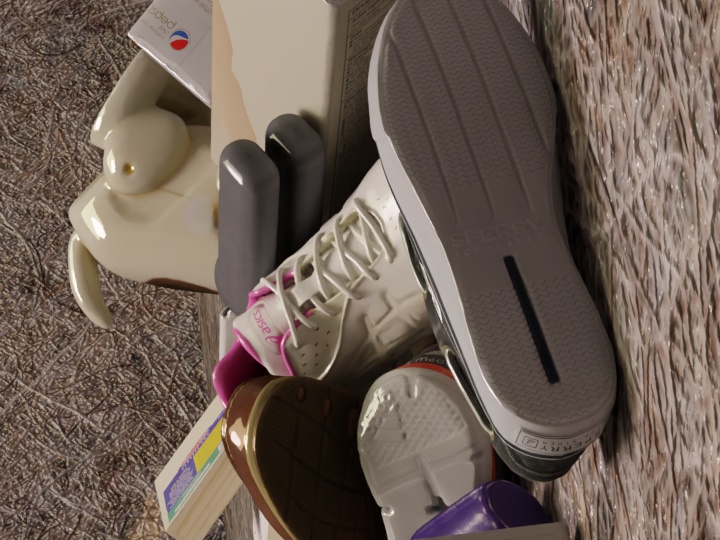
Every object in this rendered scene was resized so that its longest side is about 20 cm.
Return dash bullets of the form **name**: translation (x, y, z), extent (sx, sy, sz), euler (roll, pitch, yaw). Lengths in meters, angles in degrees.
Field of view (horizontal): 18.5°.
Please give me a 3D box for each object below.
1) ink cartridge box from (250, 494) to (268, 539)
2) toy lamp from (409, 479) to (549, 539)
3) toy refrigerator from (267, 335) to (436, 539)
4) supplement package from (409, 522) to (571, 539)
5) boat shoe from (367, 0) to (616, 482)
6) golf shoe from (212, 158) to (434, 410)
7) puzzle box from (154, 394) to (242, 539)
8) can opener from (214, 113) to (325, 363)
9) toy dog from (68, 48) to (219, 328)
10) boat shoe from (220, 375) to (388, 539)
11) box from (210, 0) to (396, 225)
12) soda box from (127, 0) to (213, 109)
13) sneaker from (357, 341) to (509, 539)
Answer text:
- **ink cartridge box**: translation (-0.021, 0.189, 1.432), extent (0.200, 0.083, 0.148), euler (-132, 37, -79)
- **toy lamp**: translation (0.015, 0.169, 0.961), extent (0.200, 0.058, 0.058), euler (-54, 30, 29)
- **toy refrigerator**: translation (-0.004, 0.133, 1.166), extent (0.076, 0.069, 0.202), euler (166, 107, -64)
- **supplement package**: translation (0.039, 0.214, 0.833), extent (0.201, 0.120, 0.120), euler (-102, 10, -47)
- **boat shoe**: translation (0.042, -0.014, 0.834), extent (0.071, 0.071, 0.202), euler (106, 156, -60)
- **golf shoe**: translation (-0.004, 0.010, 1.009), extent (0.076, 0.091, 0.201), euler (58, 142, 27)
- **puzzle box**: translation (-0.068, 0.085, 1.479), extent (0.201, 0.025, 0.133), euler (-54, 12, 3)
- **can opener**: translation (-0.052, -0.007, 1.072), extent (0.067, 0.052, 0.201), euler (49, 156, 20)
- **toy dog**: translation (-0.076, -0.021, 1.364), extent (0.199, 0.194, 0.140), euler (36, 176, 17)
- **boat shoe**: translation (-0.015, 0.105, 1.039), extent (0.200, 0.067, 0.072), euler (45, -115, -51)
- **box**: translation (-0.013, -0.110, 1.036), extent (0.078, 0.095, 0.201), euler (40, 153, 18)
- **soda box**: translation (-0.050, -0.105, 1.184), extent (0.064, 0.068, 0.200), euler (40, -179, 19)
- **sneaker**: translation (0.046, 0.124, 1.010), extent (0.082, 0.076, 0.202), euler (-50, -37, -61)
